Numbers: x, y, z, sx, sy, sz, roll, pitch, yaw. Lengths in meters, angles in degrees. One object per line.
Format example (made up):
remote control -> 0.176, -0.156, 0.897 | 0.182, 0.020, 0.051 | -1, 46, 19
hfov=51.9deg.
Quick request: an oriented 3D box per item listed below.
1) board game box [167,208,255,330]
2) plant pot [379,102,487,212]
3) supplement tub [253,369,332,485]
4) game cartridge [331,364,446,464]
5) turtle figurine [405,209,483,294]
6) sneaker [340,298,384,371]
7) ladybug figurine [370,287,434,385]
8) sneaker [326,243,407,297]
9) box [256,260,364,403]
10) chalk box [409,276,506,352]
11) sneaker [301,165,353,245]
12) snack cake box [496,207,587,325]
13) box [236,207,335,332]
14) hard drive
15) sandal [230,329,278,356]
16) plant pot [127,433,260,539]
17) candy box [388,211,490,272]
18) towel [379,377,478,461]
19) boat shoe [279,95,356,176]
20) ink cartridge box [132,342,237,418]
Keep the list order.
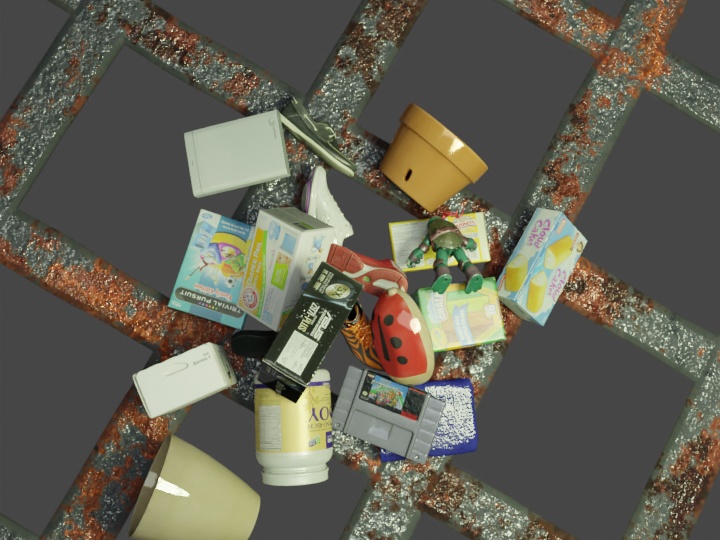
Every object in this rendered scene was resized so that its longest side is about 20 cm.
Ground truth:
board game box -> -0.272, -0.001, 1.455 | 0.150, 0.047, 0.202 | 17, 82, -2
plant pot -> 0.129, -0.211, 1.452 | 0.200, 0.200, 0.140 | 41, 98, 1
supplement tub -> -0.125, 0.288, 1.381 | 0.144, 0.145, 0.202 | -2, 83, -5
game cartridge -> 0.050, 0.270, 1.406 | 0.198, 0.038, 0.131 | 19, 94, 11
turtle figurine -> 0.158, -0.041, 1.408 | 0.148, 0.101, 0.201 | -13, 42, -2
sneaker -> -0.004, 0.116, 1.428 | 0.078, 0.112, 0.200 | -43, 88, -8
ladybug figurine -> 0.070, 0.127, 1.361 | 0.072, 0.135, 0.202 | -26, 111, -31
sneaker -> 0.000, 0.000, 1.449 | 0.199, 0.116, 0.079 | 26, 100, 5
box -> -0.088, 0.109, 1.269 | 0.086, 0.164, 0.201 | 30, 67, 0
chalk box -> 0.164, 0.094, 1.439 | 0.198, 0.124, 0.126 | -10, 83, -6
sneaker -> -0.066, -0.107, 1.481 | 0.099, 0.075, 0.202 | -2, 89, -15
snack cake box -> 0.357, -0.008, 1.470 | 0.115, 0.067, 0.201 | 36, 80, -35
box -> -0.141, -0.004, 1.383 | 0.112, 0.101, 0.202 | 27, 112, 29
hard drive -> -0.246, -0.231, 1.471 | 0.198, 0.027, 0.133 | -12, 83, 9
sandal -> -0.151, 0.150, 1.431 | 0.198, 0.076, 0.048 | -5, 39, 1
plant pot -> -0.291, 0.423, 1.348 | 0.199, 0.187, 0.189 | 26, 81, -15
candy box -> 0.160, -0.057, 1.507 | 0.198, 0.026, 0.103 | -7, 81, -5
towel -> 0.126, 0.290, 1.452 | 0.198, 0.050, 0.149 | -4, 86, -3
boat shoe -> -0.079, -0.269, 1.492 | 0.200, 0.072, 0.068 | 42, 86, 4
ink cartridge box -> -0.313, 0.199, 1.350 | 0.144, 0.200, 0.085 | -23, 85, -7
